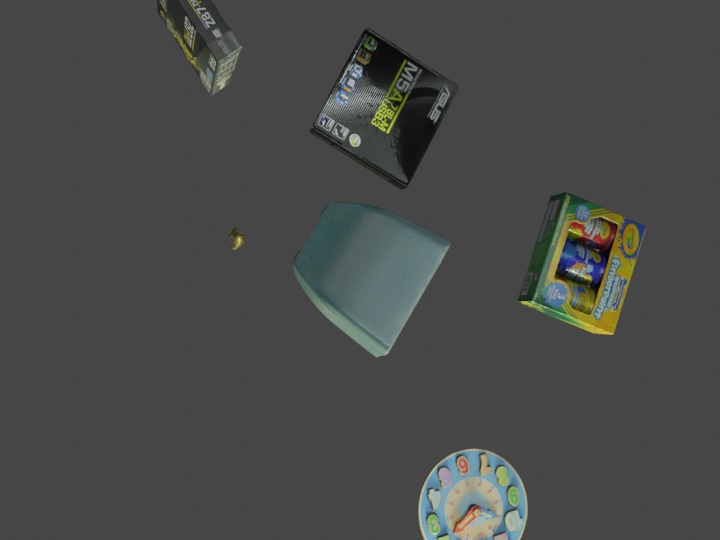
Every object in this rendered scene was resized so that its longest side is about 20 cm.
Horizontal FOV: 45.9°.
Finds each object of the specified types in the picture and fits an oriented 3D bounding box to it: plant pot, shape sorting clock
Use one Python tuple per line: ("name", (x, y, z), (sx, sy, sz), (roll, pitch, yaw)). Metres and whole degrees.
("plant pot", (0.000, 0.000, 1.357), (0.198, 0.196, 0.198), (31, 82, 0))
("shape sorting clock", (0.194, 0.408, 1.455), (0.196, 0.039, 0.205), (0, 88, -13))

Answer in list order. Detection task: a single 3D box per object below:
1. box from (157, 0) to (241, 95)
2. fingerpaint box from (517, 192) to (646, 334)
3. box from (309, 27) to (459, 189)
("box", (-0.250, -0.371, 1.304), (0.049, 0.200, 0.162), (-36, 96, -12))
("fingerpaint box", (0.389, -0.011, 1.493), (0.164, 0.073, 0.203), (21, 84, -11))
("box", (0.041, -0.272, 1.442), (0.191, 0.047, 0.202), (30, 83, -7))
